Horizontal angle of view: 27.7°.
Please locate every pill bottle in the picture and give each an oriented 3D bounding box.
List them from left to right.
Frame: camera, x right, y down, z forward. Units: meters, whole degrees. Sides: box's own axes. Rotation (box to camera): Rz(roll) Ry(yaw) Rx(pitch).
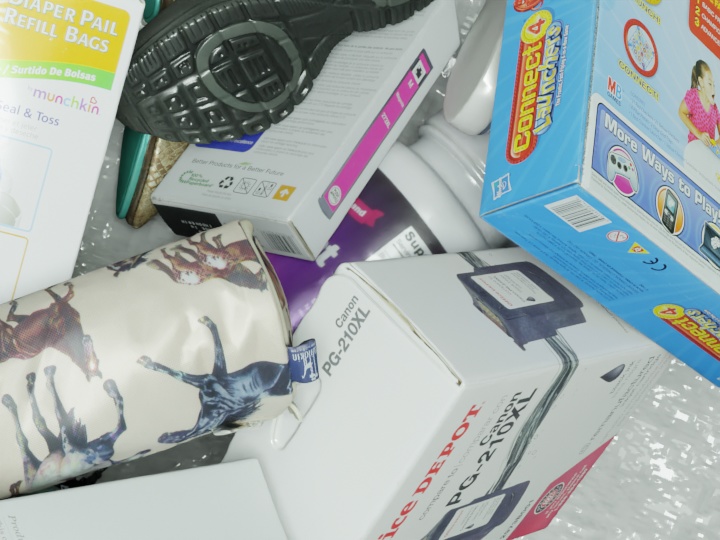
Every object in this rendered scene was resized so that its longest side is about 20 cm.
[{"bbox_3d":[0.000,0.000,0.764,0.200,0.111,0.111,-38,95,-7],"label":"pill bottle"}]

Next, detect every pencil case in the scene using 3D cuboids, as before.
[{"bbox_3d":[-0.120,0.051,0.584,0.200,0.078,0.090,-20,93,-17],"label":"pencil case"}]

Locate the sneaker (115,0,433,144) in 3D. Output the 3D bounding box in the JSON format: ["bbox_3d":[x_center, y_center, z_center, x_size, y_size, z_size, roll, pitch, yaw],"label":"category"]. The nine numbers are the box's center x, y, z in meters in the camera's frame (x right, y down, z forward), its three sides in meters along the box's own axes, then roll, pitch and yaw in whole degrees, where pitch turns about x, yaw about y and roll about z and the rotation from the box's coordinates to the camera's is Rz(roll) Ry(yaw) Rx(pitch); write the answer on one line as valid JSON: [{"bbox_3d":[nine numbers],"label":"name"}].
[{"bbox_3d":[-0.046,-0.135,0.735,0.200,0.091,0.076,-33,134,-17],"label":"sneaker"}]

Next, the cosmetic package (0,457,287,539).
[{"bbox_3d":[-0.105,0.144,0.558,0.081,0.200,0.113,-31,71,28],"label":"cosmetic package"}]

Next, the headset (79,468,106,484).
[{"bbox_3d":[-0.127,0.151,0.755,0.123,0.094,0.200,12,100,-8],"label":"headset"}]

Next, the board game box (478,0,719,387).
[{"bbox_3d":[0.150,-0.072,0.705,0.200,0.056,0.196,33,54,-36],"label":"board game box"}]

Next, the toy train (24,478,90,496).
[{"bbox_3d":[-0.150,0.185,0.661,0.114,0.085,0.200,-24,67,15],"label":"toy train"}]

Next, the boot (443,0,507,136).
[{"bbox_3d":[0.110,-0.125,0.760,0.090,0.073,0.200,31,48,-9],"label":"boot"}]

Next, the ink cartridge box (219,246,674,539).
[{"bbox_3d":[0.046,0.068,0.704,0.084,0.200,0.145,46,120,28],"label":"ink cartridge box"}]

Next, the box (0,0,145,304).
[{"bbox_3d":[-0.177,-0.040,0.652,0.101,0.112,0.200,15,93,-19],"label":"box"}]

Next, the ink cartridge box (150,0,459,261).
[{"bbox_3d":[-0.016,-0.094,0.755,0.200,0.095,0.037,-58,138,-25],"label":"ink cartridge box"}]

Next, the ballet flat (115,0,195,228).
[{"bbox_3d":[-0.088,-0.119,0.778,0.065,0.070,0.200,6,93,-22],"label":"ballet flat"}]
